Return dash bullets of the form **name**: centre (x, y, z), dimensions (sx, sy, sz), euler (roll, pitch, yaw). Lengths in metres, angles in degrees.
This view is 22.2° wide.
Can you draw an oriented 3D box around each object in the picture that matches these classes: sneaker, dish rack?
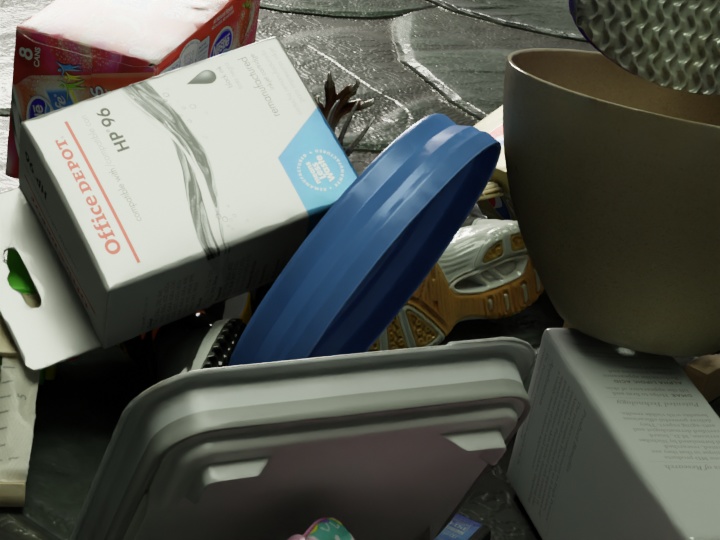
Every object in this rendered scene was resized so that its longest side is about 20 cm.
- **sneaker**: centre (-0.106, 0.046, 1.056), dimensions (0.089, 0.071, 0.200), euler (-3, 25, 9)
- **sneaker**: centre (0.027, 0.009, 1.175), dimensions (0.199, 0.076, 0.087), euler (-10, 16, -39)
- **dish rack**: centre (-0.023, 0.099, 0.835), dimensions (0.198, 0.172, 0.044), euler (-4, 57, -26)
- **sneaker**: centre (0.196, -0.129, 0.995), dimensions (0.198, 0.070, 0.099), euler (9, 8, -16)

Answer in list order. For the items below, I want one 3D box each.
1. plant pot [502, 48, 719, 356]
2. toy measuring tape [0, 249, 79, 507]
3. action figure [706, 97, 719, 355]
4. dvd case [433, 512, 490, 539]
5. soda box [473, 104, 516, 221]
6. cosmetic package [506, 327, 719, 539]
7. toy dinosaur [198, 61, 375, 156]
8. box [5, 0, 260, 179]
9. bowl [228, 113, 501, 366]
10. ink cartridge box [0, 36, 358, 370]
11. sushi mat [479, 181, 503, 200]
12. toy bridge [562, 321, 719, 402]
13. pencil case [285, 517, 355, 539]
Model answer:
- **plant pot**: centre (0.165, -0.032, 0.990), dimensions (0.198, 0.136, 0.200), euler (9, 15, -2)
- **toy measuring tape**: centre (-0.189, 0.059, 1.019), dimensions (0.073, 0.074, 0.201), euler (5, 49, -9)
- **action figure**: centre (0.212, -0.048, 1.115), dimensions (0.118, 0.202, 0.102), euler (21, 23, 20)
- **dvd case**: centre (-0.039, 0.149, 0.913), dimensions (0.142, 0.018, 0.200), euler (22, 28, 23)
- **soda box**: centre (0.127, -0.065, 1.256), dimensions (0.067, 0.064, 0.200), euler (-35, 17, -7)
- **cosmetic package**: centre (0.146, 0.120, 0.940), dimensions (0.073, 0.102, 0.200), euler (2, 29, -19)
- **toy dinosaur**: centre (-0.040, -0.053, 1.163), dimensions (0.104, 0.201, 0.182), euler (2, 44, 11)
- **box**: centre (-0.139, -0.127, 1.161), dimensions (0.095, 0.100, 0.200), euler (16, 28, 10)
- **bowl**: centre (0.000, 0.000, 0.988), dimensions (0.039, 0.201, 0.200), euler (38, 32, 8)
- **ink cartridge box**: centre (-0.111, -0.038, 1.007), dimensions (0.199, 0.068, 0.117), euler (-22, 67, -22)
- **sushi mat**: centre (-0.008, -0.035, 1.231), dimensions (0.199, 0.012, 0.095), euler (-15, 7, -27)
- **toy bridge**: centre (0.227, 0.064, 1.161), dimensions (0.199, 0.027, 0.067), euler (27, 30, 32)
- **pencil case**: centre (0.040, 0.184, 0.770), dimensions (0.199, 0.088, 0.087), euler (30, 32, 24)
